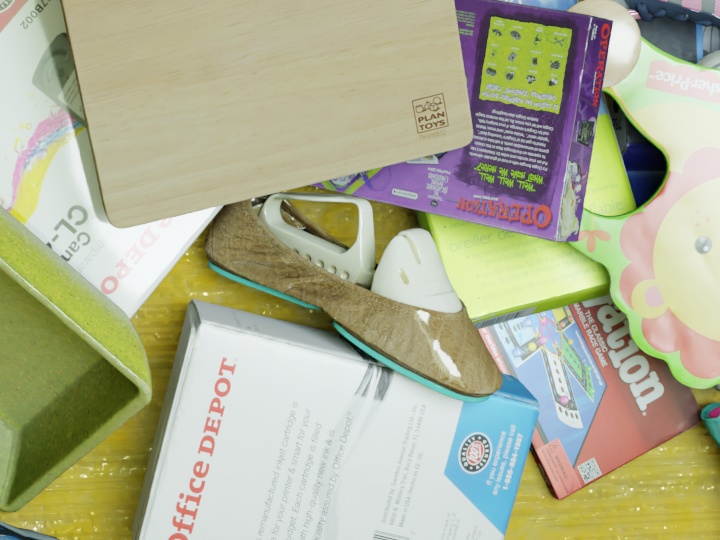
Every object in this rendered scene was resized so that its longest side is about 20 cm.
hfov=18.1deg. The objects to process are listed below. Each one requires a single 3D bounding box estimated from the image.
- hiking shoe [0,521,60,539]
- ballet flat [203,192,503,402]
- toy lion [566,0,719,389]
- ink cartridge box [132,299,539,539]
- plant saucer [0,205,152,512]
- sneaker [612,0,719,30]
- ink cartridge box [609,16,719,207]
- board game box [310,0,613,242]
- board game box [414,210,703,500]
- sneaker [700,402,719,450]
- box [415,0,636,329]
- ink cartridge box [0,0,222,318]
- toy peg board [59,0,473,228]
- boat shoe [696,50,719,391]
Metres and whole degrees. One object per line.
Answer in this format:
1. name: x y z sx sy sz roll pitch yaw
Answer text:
1. hiking shoe: -0.234 0.156 1.241 0.198 0.087 0.075 15 90 -10
2. ballet flat: 0.000 0.000 1.244 0.199 0.068 0.073 29 109 30
3. toy lion: 0.186 -0.035 1.234 0.198 0.069 0.193 14 95 5
4. ink cartridge box: -0.017 0.112 1.271 0.198 0.086 0.148 14 98 -9
5. plant saucer: -0.214 0.022 1.209 0.199 0.200 0.048 41 52 -9
6. sneaker: 0.177 -0.163 1.280 0.199 0.070 0.082 36 98 -4
7. ink cartridge box: 0.196 -0.132 1.330 0.098 0.039 0.202 -2 93 -10
8. board game box: 0.039 -0.092 1.237 0.032 0.199 0.121 5 97 -54
9. board game box: 0.116 0.022 1.332 0.102 0.019 0.201 -27 96 -9
10. sneaker: 0.235 0.136 1.324 0.121 0.084 0.200 42 86 -8
11. box: 0.082 -0.076 1.289 0.121 0.048 0.202 -14 81 -7
12. ink cartridge box: -0.173 -0.075 1.244 0.200 0.086 0.148 41 85 -8
13. toy peg board: -0.060 -0.150 1.185 0.198 0.098 0.201 -13 111 -9
14. boat shoe: 0.218 -0.022 1.298 0.069 0.072 0.203 -5 110 -9
